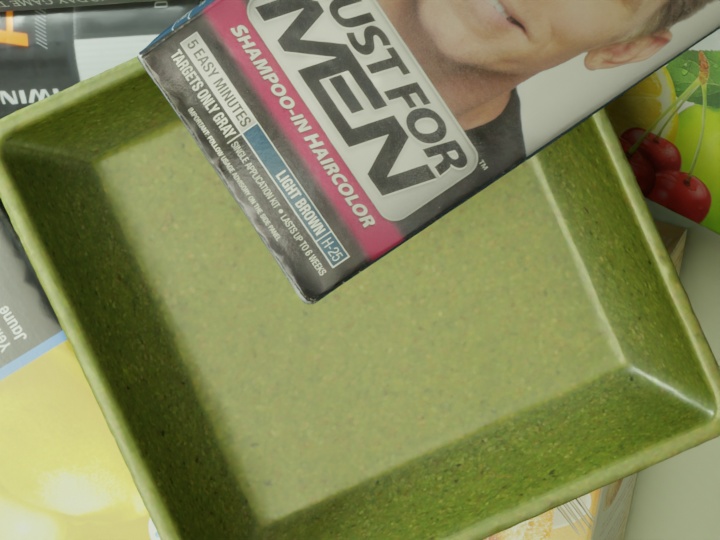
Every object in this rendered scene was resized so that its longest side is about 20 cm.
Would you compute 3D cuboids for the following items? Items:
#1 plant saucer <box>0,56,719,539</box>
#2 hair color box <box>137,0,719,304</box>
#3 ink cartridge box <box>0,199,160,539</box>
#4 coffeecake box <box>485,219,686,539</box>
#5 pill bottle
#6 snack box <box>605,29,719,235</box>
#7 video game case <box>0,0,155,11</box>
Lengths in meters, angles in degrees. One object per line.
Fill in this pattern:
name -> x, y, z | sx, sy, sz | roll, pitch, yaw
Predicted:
plant saucer -> 0.000, 0.000, 0.964 | 0.199, 0.048, 0.201 | -24, 98, 4
hair color box -> 0.038, -0.087, 0.895 | 0.200, 0.061, 0.100 | -35, 96, 5
ink cartridge box -> -0.183, 0.091, 1.177 | 0.199, 0.047, 0.198 | -32, 100, 8
coffeecake box -> 0.029, 0.063, 1.083 | 0.153, 0.073, 0.201 | 17, 121, 16
pill bottle -> -0.116, -0.088, 1.058 | 0.199, 0.106, 0.107 | -1, 114, 26
snack box -> 0.117, -0.125, 0.957 | 0.142, 0.053, 0.201 | 27, 123, 11
video game case -> -0.110, -0.162, 1.013 | 0.199, 0.144, 0.019 | -1, 158, 25
